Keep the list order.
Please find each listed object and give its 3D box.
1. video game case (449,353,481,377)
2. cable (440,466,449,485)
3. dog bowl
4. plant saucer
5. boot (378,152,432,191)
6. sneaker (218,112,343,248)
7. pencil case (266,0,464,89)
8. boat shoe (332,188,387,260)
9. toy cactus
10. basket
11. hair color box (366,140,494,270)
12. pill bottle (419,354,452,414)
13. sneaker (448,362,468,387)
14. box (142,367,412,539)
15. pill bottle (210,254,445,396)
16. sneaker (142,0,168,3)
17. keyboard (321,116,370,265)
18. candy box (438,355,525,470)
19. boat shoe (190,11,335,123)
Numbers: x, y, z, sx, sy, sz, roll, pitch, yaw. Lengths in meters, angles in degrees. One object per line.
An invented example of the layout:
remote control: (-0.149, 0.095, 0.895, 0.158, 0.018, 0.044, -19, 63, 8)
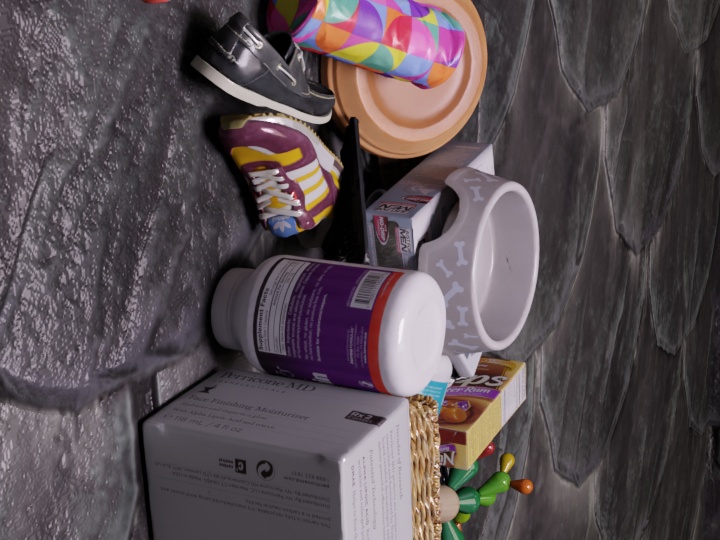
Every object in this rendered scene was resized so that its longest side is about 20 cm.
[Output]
video game case: (0.115, -0.007, 1.559, 0.200, 0.023, 0.182, 58, 42, -38)
cable: (0.088, 0.268, 1.677, 0.200, 0.051, 0.163, -36, 128, -57)
dog bowl: (0.128, -0.007, 1.389, 0.200, 0.059, 0.200, -18, 110, -59)
plant saucer: (0.054, -0.213, 1.386, 0.200, 0.037, 0.200, -8, 107, -28)
boot: (0.057, -0.187, 1.491, 0.107, 0.075, 0.200, -50, 143, -62)
sneaker: (-0.071, -0.081, 1.236, 0.200, 0.075, 0.090, 30, 64, -61)
pencil case: (0.006, -0.236, 1.272, 0.200, 0.088, 0.089, 14, 83, -40)
boat shoe: (0.000, 0.000, 1.419, 0.069, 0.072, 0.200, 44, 62, -30)
toy cactus: (0.124, 0.290, 1.631, 0.165, 0.102, 0.200, 8, 104, -53)
basket: (-0.013, 0.228, 1.344, 0.149, 0.143, 0.200, -19, 110, -55)
hair color box: (0.078, -0.055, 1.411, 0.200, 0.061, 0.099, -43, 134, -50)
pill bottle: (0.031, 0.138, 1.425, 0.111, 0.111, 0.200, 11, 98, -64)
sneaker: (0.066, 0.107, 1.561, 0.200, 0.080, 0.074, -6, 104, -62)
box: (-0.068, 0.210, 1.172, 0.131, 0.199, 0.200, -34, 126, -58)
pill bottle: (-0.031, 0.046, 1.206, 0.112, 0.200, 0.113, -25, 118, -60)
sneaker: (-0.124, -0.277, 1.087, 0.200, 0.075, 0.085, -40, 130, -42)
keyboard: (-0.018, -0.053, 1.319, 0.104, 0.040, 0.200, 96, -7, -48)
candy box: (0.115, 0.166, 1.632, 0.200, 0.117, 0.057, -37, 129, -57)
boat shoe: (-0.071, -0.179, 1.200, 0.068, 0.072, 0.200, -60, 154, 9)
